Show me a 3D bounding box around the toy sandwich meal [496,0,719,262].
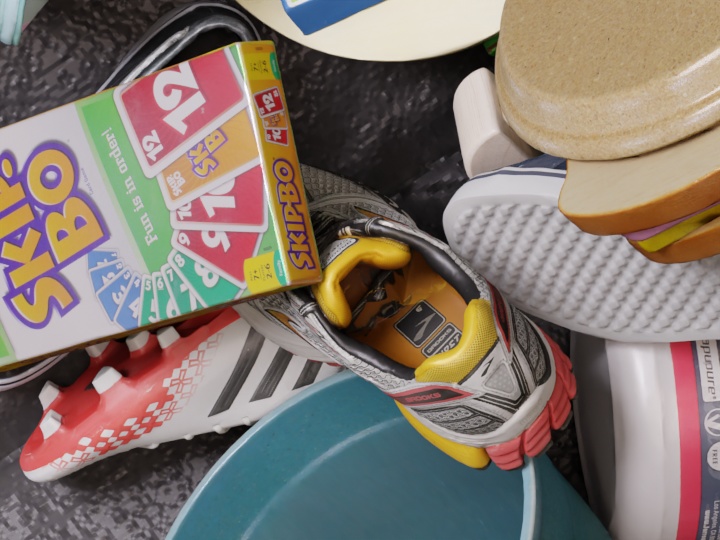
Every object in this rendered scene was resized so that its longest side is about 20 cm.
[{"bbox_3d":[0.139,-0.099,1.083,0.205,0.205,0.070,-44,122,3],"label":"toy sandwich meal"}]

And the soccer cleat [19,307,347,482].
[{"bbox_3d":[-0.055,0.044,1.243,0.200,0.069,0.085,-35,109,1],"label":"soccer cleat"}]

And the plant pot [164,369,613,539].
[{"bbox_3d":[0.040,0.170,1.203,0.200,0.200,0.188,-45,127,3],"label":"plant pot"}]

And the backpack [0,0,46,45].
[{"bbox_3d":[-0.130,-0.189,1.138,0.153,0.176,0.200,25,107,-9],"label":"backpack"}]

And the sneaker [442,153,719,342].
[{"bbox_3d":[0.133,-0.019,1.135,0.200,0.079,0.079,9,136,31],"label":"sneaker"}]

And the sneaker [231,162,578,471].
[{"bbox_3d":[0.000,0.000,1.141,0.078,0.200,0.082,-53,142,-9],"label":"sneaker"}]

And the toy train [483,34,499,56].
[{"bbox_3d":[0.130,-0.142,1.188,0.200,0.042,0.057,-33,73,23],"label":"toy train"}]

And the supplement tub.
[{"bbox_3d":[0.197,0.048,1.228,0.199,0.140,0.141,-5,100,-5],"label":"supplement tub"}]

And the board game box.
[{"bbox_3d":[-0.104,-0.021,1.151,0.030,0.200,0.096,-7,83,-48],"label":"board game box"}]

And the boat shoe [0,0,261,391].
[{"bbox_3d":[-0.109,-0.028,1.222,0.074,0.068,0.199,43,93,-10],"label":"boat shoe"}]

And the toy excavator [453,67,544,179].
[{"bbox_3d":[0.163,-0.085,1.170,0.200,0.100,0.194,15,138,-29],"label":"toy excavator"}]

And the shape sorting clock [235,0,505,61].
[{"bbox_3d":[0.014,-0.187,1.202,0.199,0.039,0.201,-1,88,16],"label":"shape sorting clock"}]
